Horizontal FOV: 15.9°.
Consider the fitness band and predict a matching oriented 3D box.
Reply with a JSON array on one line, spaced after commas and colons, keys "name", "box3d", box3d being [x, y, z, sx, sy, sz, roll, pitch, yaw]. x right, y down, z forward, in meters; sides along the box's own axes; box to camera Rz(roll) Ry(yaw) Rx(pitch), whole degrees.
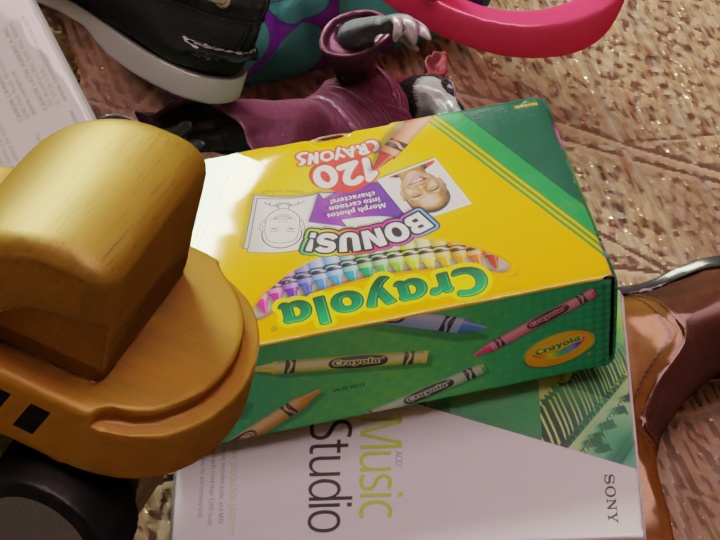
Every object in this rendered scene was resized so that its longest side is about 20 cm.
[{"name": "fitness band", "box3d": [0.049, -0.180, 1.326, 0.143, 0.037, 0.200, -19, 53, -40]}]

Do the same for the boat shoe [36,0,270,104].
[{"name": "boat shoe", "box3d": [-0.129, -0.150, 1.200, 0.200, 0.060, 0.076, 28, 23, 10]}]

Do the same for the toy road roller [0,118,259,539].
[{"name": "toy road roller", "box3d": [-0.132, 0.007, 0.914, 0.200, 0.146, 0.123, 24, 41, 8]}]

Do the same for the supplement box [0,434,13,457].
[{"name": "supplement box", "box3d": [-0.201, 0.133, 0.967, 0.200, 0.134, 0.200, 9, 42, -8]}]

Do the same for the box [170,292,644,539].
[{"name": "box", "box3d": [0.020, 0.074, 1.123, 0.199, 0.036, 0.145, -2, 45, 1]}]

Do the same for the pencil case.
[{"name": "pencil case", "box3d": [-0.024, -0.146, 1.350, 0.200, 0.092, 0.085, -20, 86, -36]}]

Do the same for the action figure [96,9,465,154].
[{"name": "action figure", "box3d": [-0.015, -0.054, 1.278, 0.149, 0.134, 0.200, -7, 18, 34]}]

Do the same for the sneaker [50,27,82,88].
[{"name": "sneaker", "box3d": [-0.201, -0.102, 1.269, 0.090, 0.075, 0.200, -8, 38, -25]}]

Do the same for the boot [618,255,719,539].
[{"name": "boot", "box3d": [0.138, 0.077, 1.183, 0.188, 0.069, 0.200, 10, 43, -7]}]

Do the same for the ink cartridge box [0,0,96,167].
[{"name": "ink cartridge box", "box3d": [-0.215, -0.048, 1.079, 0.200, 0.047, 0.160, -27, 84, -9]}]

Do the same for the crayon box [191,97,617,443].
[{"name": "crayon box", "box3d": [0.000, 0.000, 1.123, 0.200, 0.058, 0.119, -11, 46, -6]}]
